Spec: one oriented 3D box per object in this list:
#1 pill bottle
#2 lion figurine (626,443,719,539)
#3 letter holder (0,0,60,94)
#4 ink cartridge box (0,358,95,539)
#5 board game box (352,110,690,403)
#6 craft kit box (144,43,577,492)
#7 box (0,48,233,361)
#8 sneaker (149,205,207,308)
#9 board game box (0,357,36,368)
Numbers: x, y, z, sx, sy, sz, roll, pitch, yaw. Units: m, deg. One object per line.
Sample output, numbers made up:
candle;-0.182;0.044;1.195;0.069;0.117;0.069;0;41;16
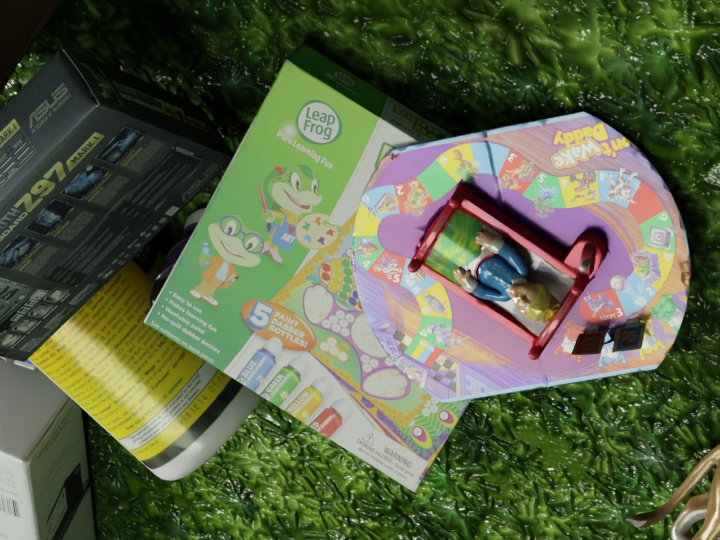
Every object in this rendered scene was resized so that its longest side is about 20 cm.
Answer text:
pill bottle;-0.163;0.035;1.740;0.200;0.113;0.112;44;142;-14
lion figurine;0.266;0.151;1.582;0.199;0.072;0.123;27;110;19
letter holder;-0.256;-0.118;1.566;0.100;0.200;0.143;-4;130;39
ink cartridge box;-0.285;0.152;1.983;0.144;0.084;0.201;20;141;16
board game box;0.087;0.000;1.497;0.199;0.039;0.159;-10;106;17
craft kit box;0.000;0.000;1.566;0.199;0.049;0.198;31;111;3
box;-0.193;-0.035;1.584;0.200;0.157;0.051;-44;65;15
sneaker;-0.049;0.005;1.641;0.199;0.088;0.076;-10;126;42
board game box;-0.289;0.007;1.847;0.199;0.039;0.159;14;139;23
